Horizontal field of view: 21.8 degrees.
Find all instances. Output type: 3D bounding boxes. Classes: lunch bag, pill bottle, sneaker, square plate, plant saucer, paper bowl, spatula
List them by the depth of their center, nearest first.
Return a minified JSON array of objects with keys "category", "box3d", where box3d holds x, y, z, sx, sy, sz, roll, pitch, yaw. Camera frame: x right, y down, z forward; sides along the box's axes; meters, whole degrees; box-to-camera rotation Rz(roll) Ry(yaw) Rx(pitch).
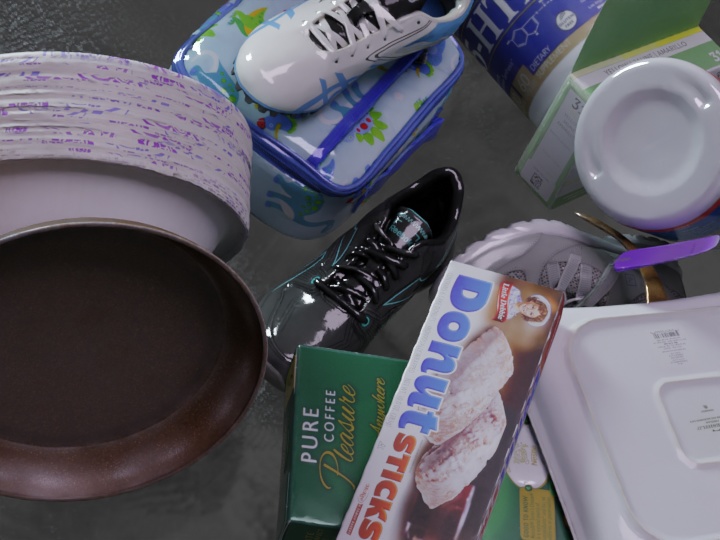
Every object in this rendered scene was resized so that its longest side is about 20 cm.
[{"category":"plant saucer","box3d":[-0.149,0.044,0.990,0.199,0.201,0.032,7,39,-21]},{"category":"paper bowl","box3d":[-0.161,-0.034,1.042,0.200,0.201,0.105,8,70,-20]},{"category":"square plate","box3d":[0.198,0.094,1.090,0.199,0.028,0.199,-5,57,-22]},{"category":"spatula","box3d":[0.130,0.021,1.165,0.021,0.199,0.057,60,17,-3]},{"category":"sneaker","box3d":[0.000,0.000,1.174,0.075,0.079,0.200,38,49,6]},{"category":"sneaker","box3d":[-0.003,-0.159,1.194,0.200,0.073,0.072,-32,76,-37]},{"category":"sneaker","box3d":[0.140,0.019,1.227,0.199,0.075,0.082,-1,53,-27]},{"category":"lunch bag","box3d":[-0.029,-0.124,1.257,0.161,0.083,0.200,39,49,3]},{"category":"pill bottle","box3d":[0.229,-0.072,1.263,0.112,0.112,0.200,55,19,20]},{"category":"pill bottle","box3d":[0.114,-0.211,1.367,0.119,0.120,0.200,-25,68,-38]}]

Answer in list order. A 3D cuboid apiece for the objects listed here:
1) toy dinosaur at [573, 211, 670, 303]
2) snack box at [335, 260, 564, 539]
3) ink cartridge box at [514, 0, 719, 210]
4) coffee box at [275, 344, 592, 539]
[{"category":"toy dinosaur","box3d":[0.193,0.046,1.166,0.106,0.060,0.201,18,53,-20]},{"category":"snack box","box3d":[0.052,0.085,1.040,0.072,0.024,0.201,15,55,13]},{"category":"ink cartridge box","box3d":[0.202,-0.142,1.300,0.145,0.200,0.048,-23,63,-38]},{"category":"coffee box","box3d":[0.052,0.115,1.075,0.199,0.044,0.123,8,53,-10]}]
